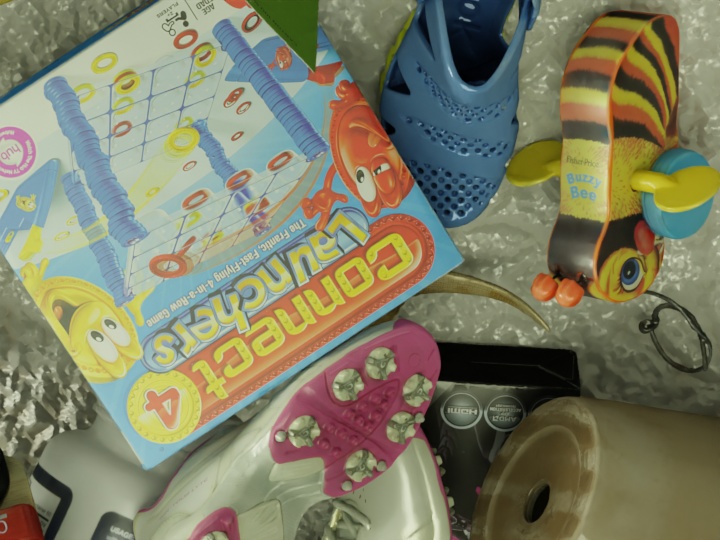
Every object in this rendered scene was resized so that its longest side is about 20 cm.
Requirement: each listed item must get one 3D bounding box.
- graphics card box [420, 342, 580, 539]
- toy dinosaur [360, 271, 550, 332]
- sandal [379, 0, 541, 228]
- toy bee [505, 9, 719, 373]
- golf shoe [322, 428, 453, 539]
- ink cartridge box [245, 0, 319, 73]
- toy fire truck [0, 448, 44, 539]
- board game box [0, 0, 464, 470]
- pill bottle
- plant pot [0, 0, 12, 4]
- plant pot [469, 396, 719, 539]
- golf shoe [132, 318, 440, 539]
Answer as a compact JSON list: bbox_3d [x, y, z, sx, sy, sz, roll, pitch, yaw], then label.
[{"bbox_3d":[0.058,0.139,1.317,0.124,0.051,0.201,4,115,1],"label":"graphics card box"},{"bbox_3d":[0.000,0.000,1.258,0.198,0.058,0.102,-9,131,13],"label":"toy dinosaur"},{"bbox_3d":[0.053,-0.109,1.174,0.079,0.087,0.201,5,118,-3],"label":"sandal"},{"bbox_3d":[0.136,-0.028,1.187,0.131,0.108,0.201,-19,95,51],"label":"toy bee"},{"bbox_3d":[0.000,0.173,1.239,0.091,0.075,0.202,-9,109,-30],"label":"golf shoe"},{"bbox_3d":[-0.038,-0.198,1.068,0.076,0.200,0.148,-37,110,18],"label":"ink cartridge box"},{"bbox_3d":[-0.230,0.208,1.146,0.175,0.201,0.129,-16,140,-10],"label":"toy fire truck"},{"bbox_3d":[-0.081,-0.036,1.161,0.199,0.056,0.197,-34,102,-2],"label":"board game box"},{"bbox_3d":[-0.143,0.158,1.274,0.110,0.111,0.201,25,91,-10],"label":"pill bottle"},{"bbox_3d":[-0.228,-0.220,1.078,0.199,0.196,0.195,-22,114,22],"label":"plant pot"},{"bbox_3d":[0.159,0.151,1.221,0.173,0.200,0.201,25,115,-22],"label":"plant pot"},{"bbox_3d":[-0.045,0.093,1.188,0.200,0.091,0.075,-44,122,-4],"label":"golf shoe"}]
